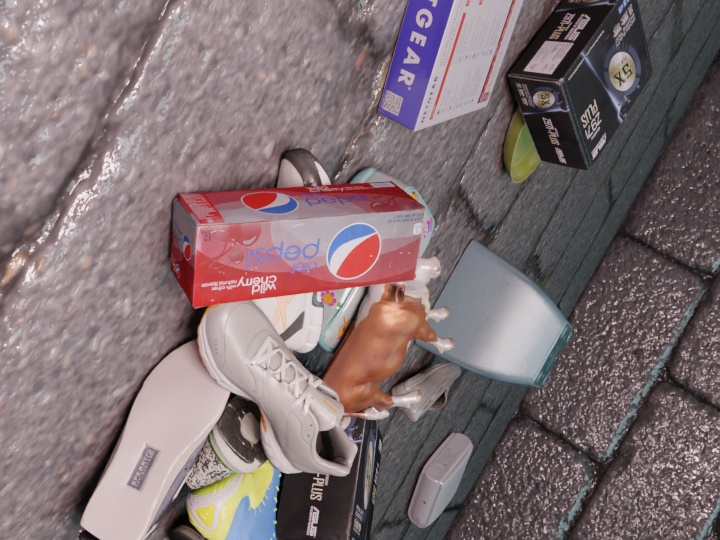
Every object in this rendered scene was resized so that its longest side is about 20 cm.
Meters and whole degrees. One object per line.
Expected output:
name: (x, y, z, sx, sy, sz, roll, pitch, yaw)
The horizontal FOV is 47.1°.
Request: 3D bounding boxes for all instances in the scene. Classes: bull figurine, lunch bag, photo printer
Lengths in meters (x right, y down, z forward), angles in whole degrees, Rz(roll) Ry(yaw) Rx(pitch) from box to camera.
bull figurine: (0.031, 0.069, 0.844, 0.120, 0.065, 0.201, 25, 108, -34)
lunch bag: (0.000, 0.000, 0.905, 0.202, 0.077, 0.160, -59, 160, -3)
photo printer: (0.184, 0.497, 1.935, 0.166, 0.069, 0.202, -39, 150, -43)

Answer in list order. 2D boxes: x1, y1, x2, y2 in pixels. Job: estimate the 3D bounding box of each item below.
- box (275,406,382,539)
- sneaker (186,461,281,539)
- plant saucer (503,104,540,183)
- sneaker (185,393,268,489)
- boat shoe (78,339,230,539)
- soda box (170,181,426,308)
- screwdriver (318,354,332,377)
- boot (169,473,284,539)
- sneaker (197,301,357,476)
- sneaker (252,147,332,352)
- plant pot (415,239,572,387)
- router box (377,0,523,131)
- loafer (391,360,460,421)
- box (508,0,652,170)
box: (-0.031, 0.257, 0.990, 0.201, 0.085, 0.166, 76, 21, -64)
sneaker: (-0.120, 0.242, 0.867, 0.200, 0.075, 0.107, -35, 111, -71)
plant saucer: (0.272, -0.233, 1.275, 0.200, 0.031, 0.201, -47, 155, -29)
sneaker: (-0.129, 0.161, 0.829, 0.088, 0.077, 0.200, -35, 179, 10)
boat shoe: (-0.179, 0.156, 0.736, 0.201, 0.074, 0.093, -59, -178, -18)
soda box: (-0.048, -0.025, 0.663, 0.197, 0.063, 0.071, -6, 120, -28)
screwdriver: (-0.040, 0.118, 1.022, 0.029, 0.028, 0.202, -80, -170, -61)
boot: (-0.137, 0.272, 0.952, 0.154, 0.073, 0.204, -54, 162, -22)
sneaker: (-0.060, 0.098, 0.709, 0.076, 0.091, 0.201, -52, 127, -35)
sneaker: (-0.071, -0.010, 0.745, 0.079, 0.074, 0.203, -6, 116, -29)
plant pot: (0.241, 0.096, 1.390, 0.198, 0.199, 0.196, -60, 158, 1)
router box: (0.107, -0.259, 0.855, 0.179, 0.048, 0.202, -29, 142, -53)
loafer: (0.120, 0.204, 1.411, 0.070, 0.071, 0.199, -30, 172, 34)
box: (0.312, -0.273, 1.151, 0.201, 0.085, 0.164, -52, 136, -19)
